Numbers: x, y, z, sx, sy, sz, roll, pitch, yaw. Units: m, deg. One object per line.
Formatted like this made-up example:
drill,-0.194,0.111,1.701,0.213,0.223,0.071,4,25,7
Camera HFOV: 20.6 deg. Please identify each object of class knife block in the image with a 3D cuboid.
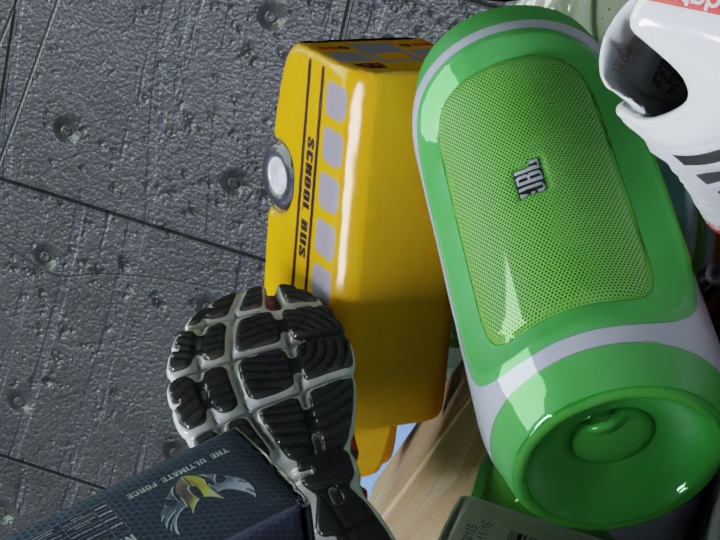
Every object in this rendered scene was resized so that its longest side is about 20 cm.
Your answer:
knife block,0.066,0.054,0.857,0.064,0.200,0.176,-66,-39,-49

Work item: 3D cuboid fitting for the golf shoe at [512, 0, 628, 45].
golf shoe,0.105,-0.098,0.818,0.092,0.075,0.200,-119,36,-57

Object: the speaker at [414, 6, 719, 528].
speaker,0.072,-0.007,0.717,0.200,0.088,0.089,-101,16,-45

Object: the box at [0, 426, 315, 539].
box,-0.104,0.159,0.637,0.200,0.051,0.158,-24,-49,-26

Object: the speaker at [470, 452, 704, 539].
speaker,0.079,0.131,0.807,0.088,0.088,0.200,-64,-10,-55

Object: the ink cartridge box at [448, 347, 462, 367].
ink cartridge box,0.077,0.146,1.129,0.200,0.147,0.146,100,-171,-53

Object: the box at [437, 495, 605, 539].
box,0.047,0.196,0.726,0.078,0.095,0.200,-52,-20,-71

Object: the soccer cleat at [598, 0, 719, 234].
soccer cleat,0.116,-0.055,0.619,0.200,0.085,0.069,64,-137,-82

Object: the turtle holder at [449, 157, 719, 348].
turtle holder,0.094,-0.017,0.966,0.141,0.185,0.132,19,-77,-55

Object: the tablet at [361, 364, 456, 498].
tablet,0.046,0.104,0.977,0.014,0.200,0.130,-48,-23,-52

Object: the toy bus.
toy bus,0.000,0.000,0.863,0.078,0.065,0.200,33,124,54

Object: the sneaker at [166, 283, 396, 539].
sneaker,-0.031,0.094,0.786,0.085,0.077,0.200,88,170,-50
